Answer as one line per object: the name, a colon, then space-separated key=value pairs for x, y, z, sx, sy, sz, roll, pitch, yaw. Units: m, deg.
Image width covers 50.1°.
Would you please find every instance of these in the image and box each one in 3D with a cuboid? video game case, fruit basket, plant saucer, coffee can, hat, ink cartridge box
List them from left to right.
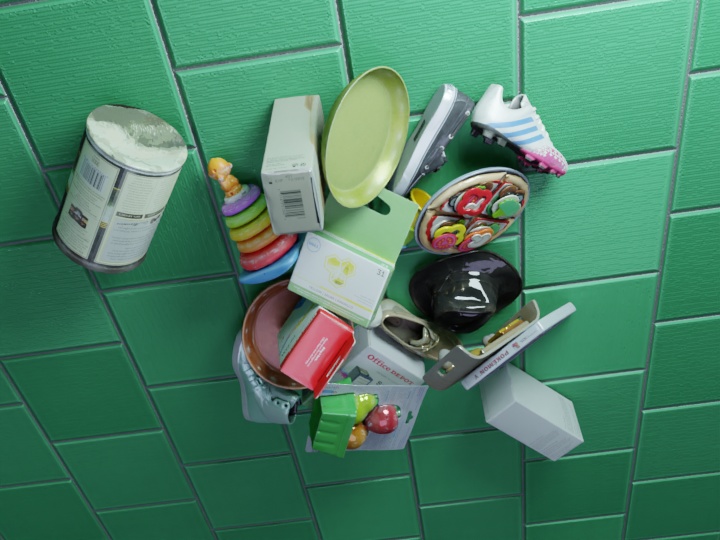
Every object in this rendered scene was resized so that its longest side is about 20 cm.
coffee can: x=-0.355 y=-0.118 z=1.135 sx=0.145 sy=0.147 sz=0.201 roll=21 pitch=125 yaw=-19
plant saucer: x=-0.111 y=0.109 z=1.359 sx=0.197 sy=0.032 sz=0.204 roll=-3 pitch=103 yaw=-12
ink cartridge box: x=-0.075 y=0.109 z=1.242 sx=0.067 sy=0.200 sz=0.117 roll=32 pitch=98 yaw=-15
ink cartridge box: x=-0.013 y=-0.034 z=1.182 sx=0.144 sy=0.048 sz=0.202 roll=25 pitch=111 yaw=9
plant saucer: x=0.003 y=-0.190 z=1.092 sx=0.031 sy=0.200 sz=0.202 roll=23 pitch=138 yaw=30
ink cartridge box: x=0.005 y=0.199 z=1.448 sx=0.145 sy=0.088 sz=0.200 roll=34 pitch=119 yaw=-25
fruit basket: x=0.007 y=0.265 z=1.406 sx=0.197 sy=0.094 sz=0.187 roll=-2 pitch=131 yaw=-20
hat: x=0.181 y=0.056 z=1.326 sx=0.197 sy=0.082 sz=0.202 roll=2 pitch=137 yaw=2
video game case: x=0.282 y=0.132 z=1.360 sx=0.182 sy=0.199 sz=0.023 roll=-44 pitch=75 yaw=28

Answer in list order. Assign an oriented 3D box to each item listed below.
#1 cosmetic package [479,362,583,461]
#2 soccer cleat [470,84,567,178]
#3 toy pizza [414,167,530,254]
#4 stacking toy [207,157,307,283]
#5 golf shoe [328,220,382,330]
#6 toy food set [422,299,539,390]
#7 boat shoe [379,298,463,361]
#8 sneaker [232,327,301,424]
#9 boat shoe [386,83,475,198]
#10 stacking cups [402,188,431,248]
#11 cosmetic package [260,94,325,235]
cosmetic package: x=0.334 y=0.276 z=1.512 sx=0.199 sy=0.108 sz=0.085 roll=32 pitch=123 yaw=-23
soccer cleat: x=0.249 y=-0.206 z=1.141 sx=0.198 sy=0.070 sz=0.087 roll=22 pitch=93 yaw=-34
toy pizza: x=0.179 y=-0.084 z=1.213 sx=0.197 sy=0.032 sz=0.201 roll=-16 pitch=147 yaw=-11
stacking toy: x=-0.178 y=-0.091 z=1.206 sx=0.115 sy=0.110 sz=0.201 roll=-19 pitch=117 yaw=26
golf shoe: x=0.000 y=0.000 z=1.241 sx=0.096 sy=0.078 sz=0.202 roll=-19 pitch=104 yaw=32
toy food set: x=0.209 y=0.125 z=1.336 sx=0.199 sy=0.061 sz=0.144 roll=-27 pitch=164 yaw=-34
boat shoe: x=0.108 y=0.120 z=1.391 sx=0.199 sy=0.065 sz=0.073 roll=31 pitch=101 yaw=-22
sneaker: x=-0.164 y=0.193 z=1.412 sx=0.116 sy=0.074 sz=0.203 roll=5 pitch=119 yaw=21
boat shoe: x=0.106 y=-0.182 z=1.159 sx=0.065 sy=0.070 sz=0.201 roll=20 pitch=118 yaw=-16
stacking cups: x=0.044 y=-0.049 z=1.271 sx=0.060 sy=0.061 sz=0.200 roll=29 pitch=126 yaw=-24
cosmetic package: x=-0.088 y=-0.152 z=1.083 sx=0.070 sy=0.202 sz=0.106 roll=-5 pitch=131 yaw=5
